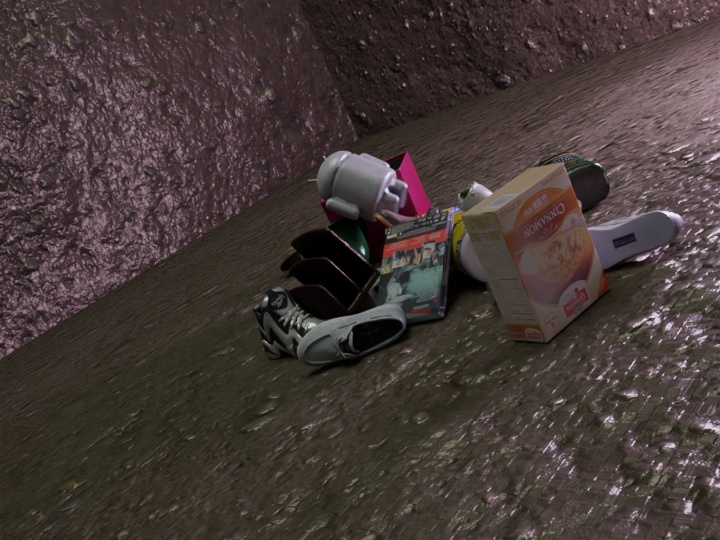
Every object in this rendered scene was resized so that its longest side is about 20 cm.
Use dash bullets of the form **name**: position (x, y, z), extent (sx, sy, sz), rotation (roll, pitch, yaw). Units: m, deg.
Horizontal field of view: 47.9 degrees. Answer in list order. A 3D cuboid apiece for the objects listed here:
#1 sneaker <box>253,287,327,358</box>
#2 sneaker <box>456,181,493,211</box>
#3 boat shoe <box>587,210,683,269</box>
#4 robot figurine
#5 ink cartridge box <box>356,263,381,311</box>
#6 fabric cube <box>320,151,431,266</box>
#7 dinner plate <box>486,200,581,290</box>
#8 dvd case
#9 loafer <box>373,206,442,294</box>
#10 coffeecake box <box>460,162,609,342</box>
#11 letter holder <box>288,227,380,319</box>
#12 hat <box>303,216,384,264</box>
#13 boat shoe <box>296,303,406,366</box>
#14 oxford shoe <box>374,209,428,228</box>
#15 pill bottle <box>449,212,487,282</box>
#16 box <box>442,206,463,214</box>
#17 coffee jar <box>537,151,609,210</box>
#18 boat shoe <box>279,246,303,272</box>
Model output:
- **sneaker**: position (-0.127, 0.088, 1.515), extent (0.198, 0.130, 0.079), rotation (-10, 23, 47)
- **sneaker**: position (0.247, -0.128, 1.580), extent (0.074, 0.115, 0.200), rotation (-61, -9, 1)
- **boat shoe**: position (0.397, -0.042, 1.244), extent (0.199, 0.074, 0.065), rotation (-13, -2, 40)
- **robot figurine**: position (-0.004, -0.173, 1.647), extent (0.198, 0.114, 0.170), rotation (22, 51, 13)
- **ink cartridge box**: position (-0.008, 0.035, 1.673), extent (0.199, 0.050, 0.161), rotation (-10, 21, 41)
- **fabric cube**: position (0.049, -0.124, 1.823), extent (0.198, 0.201, 0.196), rotation (-21, 16, 15)
- **dinner plate**: position (0.282, -0.032, 1.287), extent (0.199, 0.024, 0.201), rotation (-36, -21, -16)
- **dvd case**: position (0.095, -0.001, 1.440), extent (0.145, 0.022, 0.202), rotation (-15, 55, 38)
- **loafer**: position (0.090, -0.035, 1.515), extent (0.072, 0.062, 0.201), rotation (133, 162, -82)
- **coffeecake box**: position (0.249, -0.025, 1.140), extent (0.153, 0.201, 0.073), rotation (-34, 17, -29)
- **letter holder**: position (-0.080, 0.008, 1.526), extent (0.101, 0.142, 0.200), rotation (-53, 16, -21)
- **hat**: position (0.000, 0.000, 1.641), extent (0.165, 0.201, 0.176), rotation (-20, 54, -35)
- **boat shoe**: position (-0.016, 0.113, 1.365), extent (0.199, 0.071, 0.072), rotation (-22, 11, 4)
- **oxford shoe**: position (0.121, -0.089, 1.592), extent (0.074, 0.198, 0.071), rotation (-67, 21, 7)
- **pill bottle**: position (0.203, -0.048, 1.477), extent (0.111, 0.112, 0.200), rotation (-27, 14, -8)
- **box**: position (0.180, -0.090, 1.691), extent (0.198, 0.065, 0.070), rotation (-16, 14, -8)
- **coffee jar**: position (0.421, -0.182, 1.630), extent (0.103, 0.086, 0.200), rotation (-24, 14, 5)
- **boat shoe**: position (-0.127, -0.040, 2.099), extent (0.199, 0.076, 0.074), rotation (-26, 17, 31)
